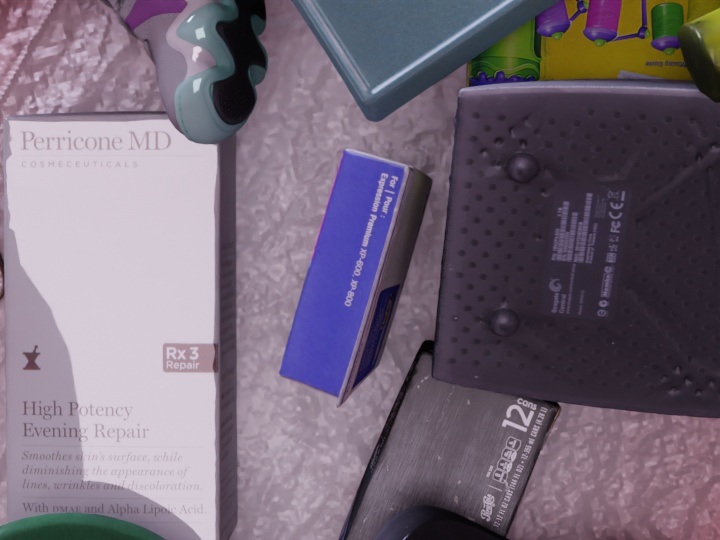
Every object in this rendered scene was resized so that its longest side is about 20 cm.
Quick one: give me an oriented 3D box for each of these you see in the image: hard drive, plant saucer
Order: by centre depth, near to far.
[{"bbox_3d":[0.063,-0.134,0.670,0.200,0.019,0.070,-32,90,21],"label":"plant saucer"},{"bbox_3d":[0.131,-0.010,0.707,0.199,0.042,0.135,4,116,1],"label":"hard drive"}]

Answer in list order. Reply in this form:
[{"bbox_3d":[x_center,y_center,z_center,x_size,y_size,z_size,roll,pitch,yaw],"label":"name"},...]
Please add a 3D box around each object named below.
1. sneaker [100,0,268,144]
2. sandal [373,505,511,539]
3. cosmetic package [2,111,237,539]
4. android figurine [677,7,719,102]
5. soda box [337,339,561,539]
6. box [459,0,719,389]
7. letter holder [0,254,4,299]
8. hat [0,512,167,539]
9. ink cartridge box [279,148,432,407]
[{"bbox_3d":[-0.119,-0.135,0.825,0.140,0.078,0.200,-11,62,12],"label":"sneaker"},{"bbox_3d":[0.090,0.156,0.815,0.200,0.043,0.076,14,98,-31],"label":"sandal"},{"bbox_3d":[-0.109,0.027,0.847,0.101,0.074,0.201,-1,94,3],"label":"cosmetic package"},{"bbox_3d":[0.219,-0.087,0.650,0.200,0.041,0.182,-27,82,-6],"label":"android figurine"},{"bbox_3d":[0.022,0.137,0.849,0.071,0.063,0.200,22,93,2],"label":"soda box"},{"bbox_3d":[0.143,-0.057,0.775,0.199,0.122,0.193,2,114,3],"label":"box"},{"bbox_3d":[-0.281,-0.010,0.842,0.200,0.101,0.142,-19,94,4],"label":"letter holder"},{"bbox_3d":[-0.159,0.181,0.850,0.200,0.176,0.166,38,78,-15],"label":"hat"},{"bbox_3d":[0.000,0.000,0.776,0.037,0.200,0.095,16,93,2],"label":"ink cartridge box"}]
